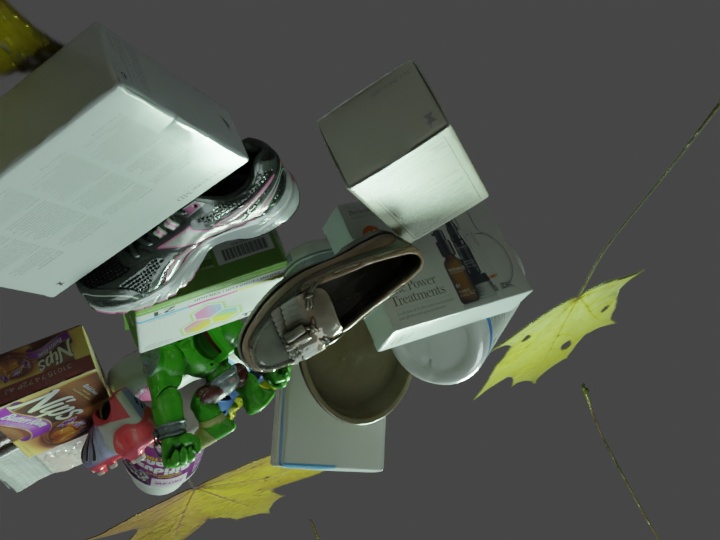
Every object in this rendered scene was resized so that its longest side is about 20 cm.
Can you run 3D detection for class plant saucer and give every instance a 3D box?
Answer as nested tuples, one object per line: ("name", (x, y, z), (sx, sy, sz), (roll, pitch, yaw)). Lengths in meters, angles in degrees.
("plant saucer", (-0.006, 0.086, 1.023), (0.197, 0.205, 0.029), (-8, -179, -43))

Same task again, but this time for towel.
("towel", (-0.397, 0.236, 1.115), (0.188, 0.033, 0.201), (-21, 161, -18))

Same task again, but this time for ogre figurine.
("ogre figurine", (-0.160, 0.113, 0.902), (0.198, 0.122, 0.098), (-30, -173, -32))

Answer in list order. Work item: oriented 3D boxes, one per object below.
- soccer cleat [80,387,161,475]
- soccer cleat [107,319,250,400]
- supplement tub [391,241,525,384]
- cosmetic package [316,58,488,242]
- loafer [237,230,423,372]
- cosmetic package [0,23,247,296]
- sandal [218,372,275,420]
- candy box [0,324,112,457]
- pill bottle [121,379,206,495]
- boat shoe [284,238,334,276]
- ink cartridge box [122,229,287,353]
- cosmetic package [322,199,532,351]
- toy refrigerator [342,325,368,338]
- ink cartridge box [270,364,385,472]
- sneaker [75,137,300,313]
("soccer cleat", (-0.276, 0.179, 0.930), (0.066, 0.077, 0.199), (-32, -176, -35))
("soccer cleat", (-0.201, 0.094, 0.975), (0.197, 0.070, 0.087), (-10, 136, -40))
("supplement tub", (0.125, 0.043, 1.048), (0.131, 0.133, 0.200), (-38, -178, 33))
("cosmetic package", (0.046, -0.100, 0.767), (0.102, 0.074, 0.200), (-30, 160, 9))
("loafer", (-0.025, 0.027, 0.774), (0.199, 0.073, 0.062), (-37, -153, -24))
("cosmetic package", (-0.196, -0.061, 0.563), (0.198, 0.052, 0.150), (-32, 159, 14))
("sandal", (-0.188, 0.151, 1.122), (0.086, 0.081, 0.199), (19, 134, -37))
("candy box", (-0.335, 0.136, 0.904), (0.115, 0.057, 0.201), (-21, 161, -18))
("pill bottle", (-0.257, 0.216, 1.087), (0.110, 0.113, 0.201), (-15, 150, -28))
("boat shoe", (0.000, 0.000, 0.962), (0.198, 0.073, 0.070), (-12, 157, -36))
("ink cartridge box", (-0.159, 0.026, 0.818), (0.145, 0.077, 0.201), (-19, 158, -20))
("cosmetic package", (0.075, -0.012, 0.911), (0.197, 0.153, 0.052), (-14, 156, -33))
("toy refrigerator", (-0.014, 0.060, 1.094), (0.197, 0.077, 0.070), (-7, 153, -43))
("ink cartridge box", (-0.052, 0.219, 1.228), (0.143, 0.150, 0.200), (5, 166, -10))
("sneaker", (-0.147, -0.048, 0.669), (0.198, 0.081, 0.087), (-35, 155, -10))
